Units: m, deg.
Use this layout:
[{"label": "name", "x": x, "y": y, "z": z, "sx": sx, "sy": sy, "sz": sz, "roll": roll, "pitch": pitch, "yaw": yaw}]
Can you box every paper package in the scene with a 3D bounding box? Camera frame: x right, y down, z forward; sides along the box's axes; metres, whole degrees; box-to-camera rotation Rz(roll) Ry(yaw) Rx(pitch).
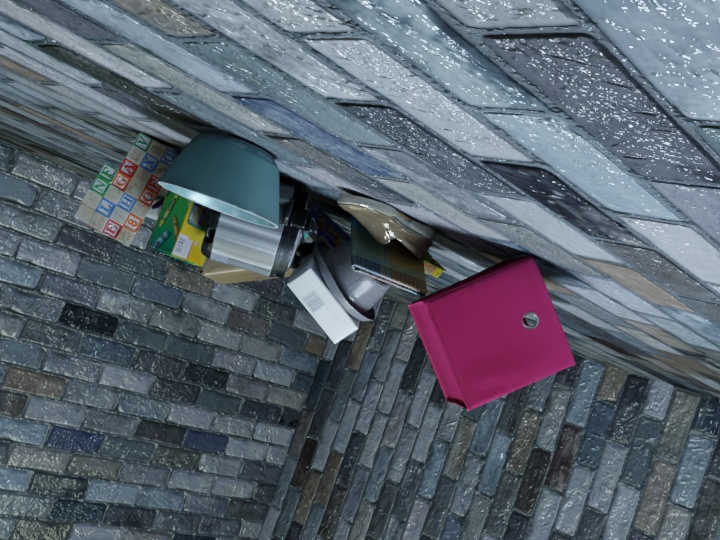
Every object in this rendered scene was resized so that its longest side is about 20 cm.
[{"label": "paper package", "x": -0.216, "y": -0.040, "z": 1.725, "sx": 0.198, "sy": 0.105, "sz": 0.191, "roll": -7, "pitch": 173, "yaw": 2}]

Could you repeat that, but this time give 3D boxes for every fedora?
[{"label": "fedora", "x": 0.000, "y": 0.000, "z": 1.548, "sx": 0.178, "sy": 0.090, "sz": 0.200, "roll": 55, "pitch": -166, "yaw": -4}]

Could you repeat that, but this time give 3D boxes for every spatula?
[{"label": "spatula", "x": -0.315, "y": -0.155, "z": 1.654, "sx": 0.198, "sy": 0.021, "sz": 0.056, "roll": -16, "pitch": -163, "yaw": -18}]

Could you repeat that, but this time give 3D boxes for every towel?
[{"label": "towel", "x": 0.048, "y": -0.033, "z": 1.492, "sx": 0.145, "sy": 0.022, "sz": 0.201, "roll": 21, "pitch": -150, "yaw": -12}]

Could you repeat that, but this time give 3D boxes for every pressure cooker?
[{"label": "pressure cooker", "x": -0.174, "y": -0.079, "z": 1.524, "sx": 0.198, "sy": 0.180, "sz": 0.176, "roll": 17, "pitch": -160, "yaw": -6}]

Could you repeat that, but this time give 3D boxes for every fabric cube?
[{"label": "fabric cube", "x": 0.217, "y": 0.105, "z": 1.449, "sx": 0.198, "sy": 0.198, "sz": 0.200, "roll": -22, "pitch": 179, "yaw": -6}]

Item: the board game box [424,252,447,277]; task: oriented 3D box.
[{"label": "board game box", "x": 0.085, "y": -0.044, "z": 1.651, "sx": 0.199, "sy": 0.030, "sz": 0.096, "roll": 21, "pitch": -159, "yaw": -43}]

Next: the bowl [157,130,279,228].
[{"label": "bowl", "x": -0.207, "y": -0.149, "z": 1.330, "sx": 0.199, "sy": 0.106, "sz": 0.201, "roll": 20, "pitch": 176, "yaw": 2}]

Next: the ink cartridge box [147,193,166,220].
[{"label": "ink cartridge box", "x": -0.356, "y": -0.124, "z": 1.762, "sx": 0.160, "sy": 0.051, "sz": 0.199, "roll": 19, "pitch": -167, "yaw": 38}]

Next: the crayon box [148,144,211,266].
[{"label": "crayon box", "x": -0.310, "y": -0.118, "z": 1.567, "sx": 0.058, "sy": 0.202, "sz": 0.119, "roll": 18, "pitch": 175, "yaw": 20}]

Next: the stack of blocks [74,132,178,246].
[{"label": "stack of blocks", "x": -0.447, "y": -0.161, "z": 1.612, "sx": 0.115, "sy": 0.201, "sz": 0.059, "roll": 30, "pitch": 173, "yaw": -16}]

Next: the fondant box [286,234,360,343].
[{"label": "fondant box", "x": -0.060, "y": 0.031, "z": 1.583, "sx": 0.145, "sy": 0.058, "sz": 0.200, "roll": 52, "pitch": -164, "yaw": -13}]

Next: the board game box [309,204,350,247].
[{"label": "board game box", "x": -0.039, "y": -0.049, "z": 1.733, "sx": 0.200, "sy": 0.045, "sz": 0.134, "roll": 43, "pitch": 176, "yaw": -6}]

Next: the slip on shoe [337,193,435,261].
[{"label": "slip on shoe", "x": 0.041, "y": -0.074, "z": 1.440, "sx": 0.199, "sy": 0.061, "sz": 0.076, "roll": 23, "pitch": 175, "yaw": -36}]

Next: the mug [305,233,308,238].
[{"label": "mug", "x": -0.211, "y": -0.099, "z": 1.946, "sx": 0.151, "sy": 0.115, "sz": 0.185, "roll": 21, "pitch": 176, "yaw": -19}]
